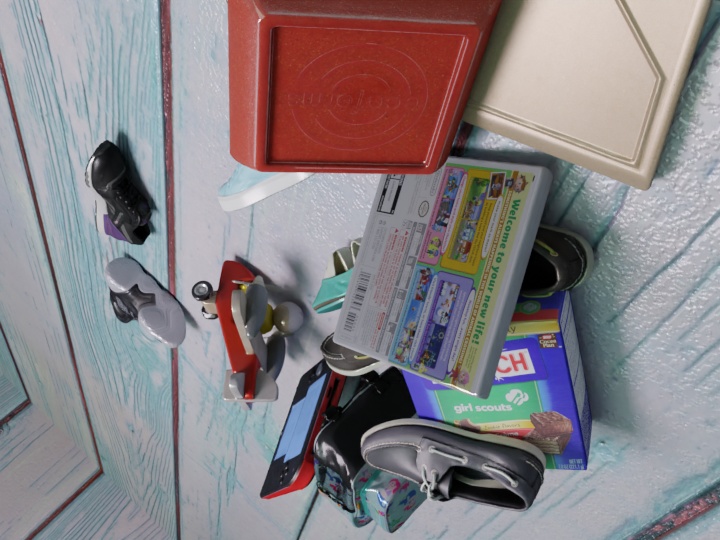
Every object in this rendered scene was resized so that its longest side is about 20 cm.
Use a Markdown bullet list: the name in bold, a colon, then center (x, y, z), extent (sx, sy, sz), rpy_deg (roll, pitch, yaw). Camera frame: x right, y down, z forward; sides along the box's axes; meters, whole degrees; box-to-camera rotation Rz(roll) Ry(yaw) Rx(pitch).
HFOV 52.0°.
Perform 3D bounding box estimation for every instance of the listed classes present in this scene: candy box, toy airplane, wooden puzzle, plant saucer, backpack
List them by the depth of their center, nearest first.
- **wooden puzzle**: center (0.152, -0.168, 0.547), extent (0.184, 0.037, 0.201), rpy_deg (28, 146, 26)
- **plant saucer**: center (-0.003, -0.139, 0.572), extent (0.197, 0.037, 0.201), rpy_deg (0, 147, -10)
- **candy box**: center (0.139, 0.109, 0.755), extent (0.167, 0.077, 0.202), rpy_deg (-5, 123, 24)
- **backpack**: center (0.029, 0.248, 0.974), extent (0.150, 0.177, 0.201), rpy_deg (38, 149, 21)
- **toy airplane**: center (-0.144, 0.092, 1.035), extent (0.200, 0.140, 0.201), rpy_deg (-133, 25, -72)

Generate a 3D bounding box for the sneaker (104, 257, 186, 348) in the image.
- **sneaker**: center (-0.392, 0.074, 1.352), extent (0.200, 0.075, 0.114), rpy_deg (47, 147, 11)

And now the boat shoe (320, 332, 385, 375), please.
- **boat shoe**: center (0.017, 0.080, 0.892), extent (0.200, 0.072, 0.061), rpy_deg (-13, 132, 45)

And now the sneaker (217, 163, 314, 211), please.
- **sneaker**: center (-0.109, -0.129, 0.846), extent (0.199, 0.074, 0.083), rpy_deg (-17, 103, 45)

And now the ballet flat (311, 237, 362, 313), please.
- **ballet flat**: center (0.000, 0.000, 0.865), extent (0.199, 0.067, 0.071), rpy_deg (-22, 84, 54)

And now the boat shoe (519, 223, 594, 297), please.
- **boat shoe**: center (0.113, -0.020, 0.695), extent (0.200, 0.060, 0.073), rpy_deg (11, 109, 38)

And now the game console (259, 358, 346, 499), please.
- **game console**: center (-0.084, 0.222, 1.057), extent (0.031, 0.202, 0.177), rpy_deg (28, 149, -16)

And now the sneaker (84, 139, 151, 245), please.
- **sneaker**: center (-0.362, -0.117, 1.144), extent (0.087, 0.076, 0.201), rpy_deg (24, 146, 7)

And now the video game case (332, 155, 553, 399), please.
- **video game case**: center (0.068, -0.006, 0.678), extent (0.181, 0.202, 0.022), rpy_deg (15, 177, 43)

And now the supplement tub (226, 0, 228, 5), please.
- **supplement tub**: center (-0.054, -0.242, 0.616), extent (0.122, 0.122, 0.202), rpy_deg (7, 130, 44)

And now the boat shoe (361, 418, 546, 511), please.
- **boat shoe**: center (0.086, 0.203, 0.756), extent (0.198, 0.063, 0.073), rpy_deg (2, 129, 22)
